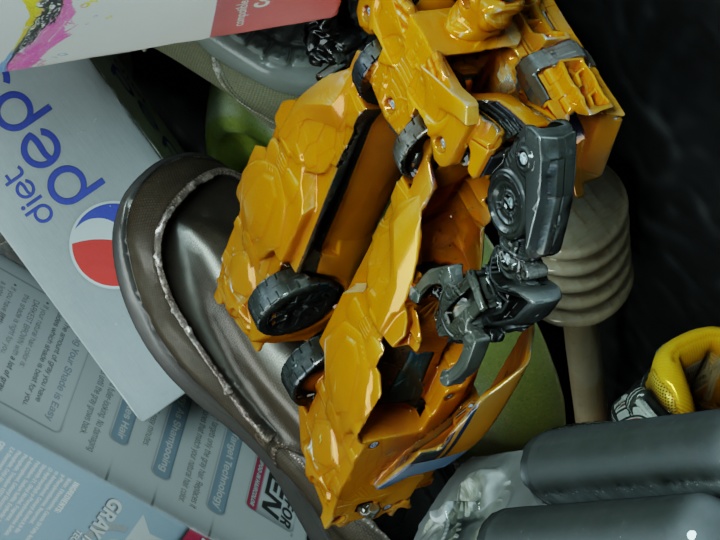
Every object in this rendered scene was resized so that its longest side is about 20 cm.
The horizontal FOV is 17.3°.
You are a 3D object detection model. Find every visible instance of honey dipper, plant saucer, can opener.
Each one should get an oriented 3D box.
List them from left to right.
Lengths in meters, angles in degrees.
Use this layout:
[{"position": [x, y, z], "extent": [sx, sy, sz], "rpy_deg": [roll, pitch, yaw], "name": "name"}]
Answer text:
[{"position": [0.000, 0.000, 0.889], "extent": [0.200, 0.031, 0.200], "rpy_deg": [47, 163, 19], "name": "plant saucer"}, {"position": [0.074, 0.031, 0.793], "extent": [0.038, 0.038, 0.201], "rpy_deg": [40, 161, 26], "name": "honey dipper"}, {"position": [0.072, 0.080, 0.682], "extent": [0.067, 0.054, 0.200], "rpy_deg": [37, 160, -16], "name": "can opener"}]

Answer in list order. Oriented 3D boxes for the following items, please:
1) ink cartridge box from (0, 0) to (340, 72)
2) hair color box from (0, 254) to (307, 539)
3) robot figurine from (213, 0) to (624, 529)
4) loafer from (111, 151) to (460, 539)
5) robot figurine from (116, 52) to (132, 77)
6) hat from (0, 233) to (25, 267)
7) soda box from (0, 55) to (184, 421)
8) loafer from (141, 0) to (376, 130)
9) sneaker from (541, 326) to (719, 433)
[{"position": [-0.109, -0.117, 0.629], "extent": [0.068, 0.198, 0.117], "rpy_deg": [113, 144, -70], "name": "ink cartridge box"}, {"position": [-0.116, 0.066, 0.934], "extent": [0.199, 0.099, 0.061], "rpy_deg": [30, 121, -11], "name": "hair color box"}, {"position": [0.014, -0.020, 0.702], "extent": [0.146, 0.058, 0.201], "rpy_deg": [62, 146, 28], "name": "robot figurine"}, {"position": [-0.009, 0.039, 0.841], "extent": [0.200, 0.073, 0.071], "rpy_deg": [53, 153, -16], "name": "loafer"}, {"position": [-0.185, -0.108, 0.976], "extent": [0.200, 0.125, 0.150], "rpy_deg": [47, 166, 10], "name": "robot figurine"}, {"position": [-0.103, 0.033, 1.098], "extent": [0.081, 0.199, 0.201], "rpy_deg": [-85, -27, -54], "name": "hat"}, {"position": [-0.112, -0.047, 0.883], "extent": [0.201, 0.068, 0.063], "rpy_deg": [54, -174, -15], "name": "soda box"}, {"position": [-0.077, -0.110, 0.805], "extent": [0.200, 0.075, 0.070], "rpy_deg": [42, 155, 22], "name": "loafer"}, {"position": [0.109, 0.051, 0.711], "extent": [0.083, 0.078, 0.200], "rpy_deg": [61, 152, -9], "name": "sneaker"}]
